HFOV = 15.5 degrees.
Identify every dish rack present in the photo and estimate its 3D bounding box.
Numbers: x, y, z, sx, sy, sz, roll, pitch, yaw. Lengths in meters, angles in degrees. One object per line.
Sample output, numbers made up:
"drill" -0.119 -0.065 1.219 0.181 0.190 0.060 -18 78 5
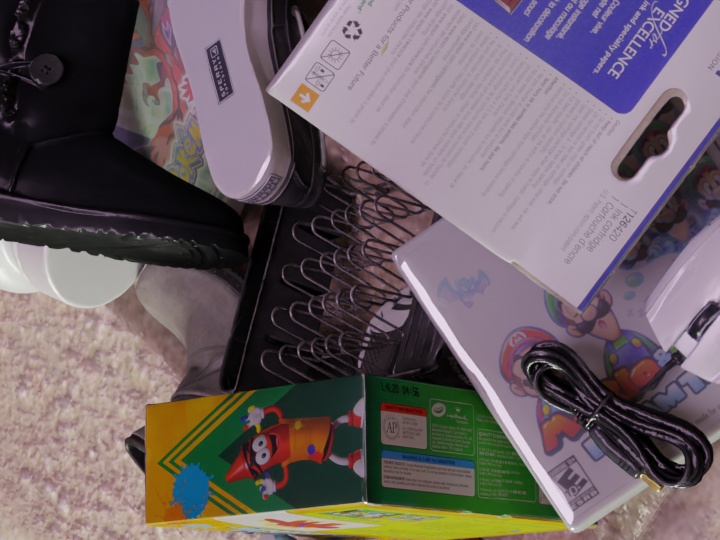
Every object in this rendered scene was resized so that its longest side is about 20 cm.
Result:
"dish rack" 0.000 0.000 1.522 0.200 0.054 0.154 -15 58 58

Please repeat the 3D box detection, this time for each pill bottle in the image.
"pill bottle" -0.231 -0.048 1.732 0.200 0.114 0.115 24 115 42

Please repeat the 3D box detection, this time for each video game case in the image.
"video game case" 0.145 0.010 1.400 0.200 0.024 0.182 -34 73 4
"video game case" -0.121 -0.123 1.661 0.182 0.023 0.200 52 141 21

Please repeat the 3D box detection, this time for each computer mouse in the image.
"computer mouse" 0.185 0.015 1.355 0.110 0.044 0.200 43 90 18

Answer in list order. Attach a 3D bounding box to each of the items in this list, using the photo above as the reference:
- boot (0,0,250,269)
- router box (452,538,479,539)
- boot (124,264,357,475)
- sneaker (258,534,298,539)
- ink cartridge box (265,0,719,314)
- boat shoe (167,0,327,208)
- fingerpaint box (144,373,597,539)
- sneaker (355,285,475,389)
"boot" -0.154 -0.095 1.611 0.200 0.076 0.168 9 78 6
"router box" 0.053 0.289 1.604 0.180 0.049 0.200 53 129 20
"boot" -0.100 0.071 1.629 0.200 0.131 0.068 32 149 33
"sneaker" -0.064 0.227 1.589 0.080 0.200 0.131 38 84 4
"ink cartridge box" 0.088 -0.114 1.342 0.200 0.047 0.198 35 106 -5
"boat shoe" -0.058 -0.130 1.526 0.072 0.068 0.200 -30 63 36
"fingerpaint box" 0.007 0.107 1.467 0.167 0.200 0.074 -11 75 42
"sneaker" 0.056 0.041 1.511 0.200 0.066 0.091 -47 26 37
